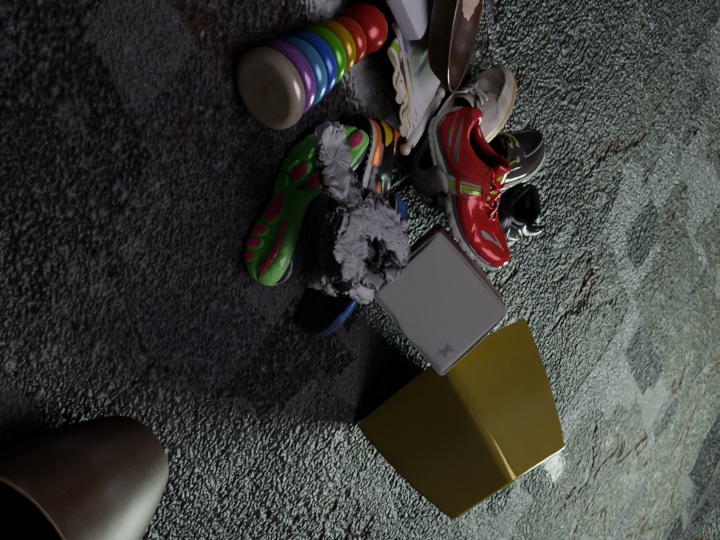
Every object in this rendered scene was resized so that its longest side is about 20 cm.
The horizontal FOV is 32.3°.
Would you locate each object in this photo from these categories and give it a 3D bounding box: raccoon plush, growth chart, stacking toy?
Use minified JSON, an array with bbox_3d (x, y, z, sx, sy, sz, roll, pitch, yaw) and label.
[{"bbox_3d":[-0.017,-0.058,1.324,0.095,0.134,0.203,-11,97,-24],"label":"raccoon plush"},{"bbox_3d":[0.064,-0.248,1.427,0.145,0.017,0.203,-51,142,-47],"label":"growth chart"},{"bbox_3d":[-0.037,-0.226,1.296,0.200,0.085,0.086,-40,139,-39],"label":"stacking toy"}]

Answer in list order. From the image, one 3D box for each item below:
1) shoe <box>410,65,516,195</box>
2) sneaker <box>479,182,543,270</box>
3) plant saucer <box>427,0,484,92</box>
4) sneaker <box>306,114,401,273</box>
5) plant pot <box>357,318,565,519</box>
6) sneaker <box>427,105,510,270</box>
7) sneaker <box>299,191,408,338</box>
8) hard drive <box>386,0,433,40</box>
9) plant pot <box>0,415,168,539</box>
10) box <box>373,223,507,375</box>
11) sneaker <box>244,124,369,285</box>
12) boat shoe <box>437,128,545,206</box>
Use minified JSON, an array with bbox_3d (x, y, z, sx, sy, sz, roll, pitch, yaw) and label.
[{"bbox_3d":[0.130,-0.183,1.555,0.201,0.069,0.054,-54,153,-14],"label":"shoe"},{"bbox_3d":[0.189,-0.057,1.639,0.113,0.077,0.199,-22,169,4],"label":"sneaker"},{"bbox_3d":[0.112,-0.306,1.411,0.200,0.034,0.203,15,90,-79],"label":"plant saucer"},{"bbox_3d":[0.001,-0.077,1.442,0.089,0.069,0.203,1,107,-51],"label":"sneaker"},{"bbox_3d":[0.153,0.209,1.659,0.199,0.178,0.200,-20,163,-47],"label":"plant pot"},{"bbox_3d":[0.143,-0.098,1.476,0.077,0.084,0.203,-34,106,-57],"label":"sneaker"},{"bbox_3d":[0.000,0.000,1.495,0.202,0.065,0.078,-60,150,-9],"label":"sneaker"},{"bbox_3d":[0.039,-0.364,1.310,0.201,0.026,0.133,58,43,-45],"label":"hard drive"},{"bbox_3d":[-0.276,0.223,1.177,0.200,0.184,0.190,-40,141,-55],"label":"plant pot"},{"bbox_3d":[0.095,0.029,1.491,0.109,0.128,0.200,-41,-178,6],"label":"box"},{"bbox_3d":[-0.056,-0.073,1.375,0.201,0.076,0.084,-56,152,3],"label":"sneaker"},{"bbox_3d":[0.180,-0.147,1.644,0.200,0.071,0.061,-33,139,-35],"label":"boat shoe"}]
